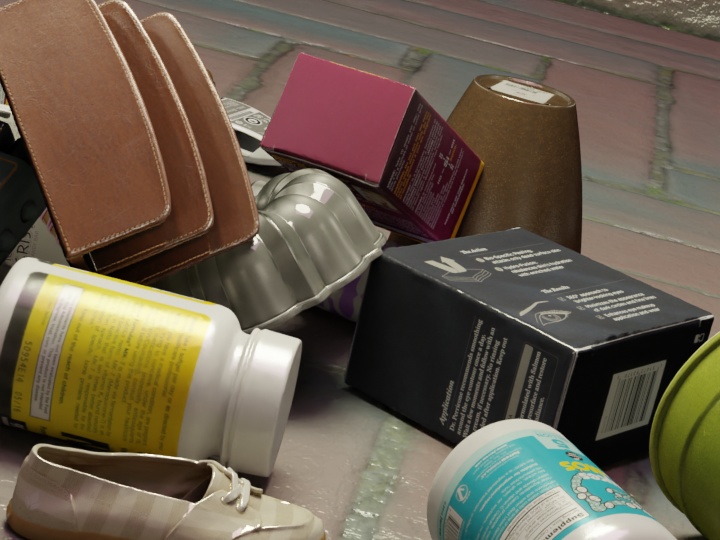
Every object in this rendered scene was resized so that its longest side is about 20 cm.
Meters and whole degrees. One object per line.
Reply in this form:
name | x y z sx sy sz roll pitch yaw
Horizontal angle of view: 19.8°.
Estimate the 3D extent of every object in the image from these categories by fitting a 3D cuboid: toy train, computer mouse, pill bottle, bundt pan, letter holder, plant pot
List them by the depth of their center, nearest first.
pill bottle | 0.127 0.178 1.240 0.110 0.111 0.200 4 21 -27
plant pot | 0.319 0.153 1.362 0.199 0.201 0.193 6 31 -21
pill bottle | -0.146 0.068 1.375 0.199 0.115 0.114 14 18 3
letter holder | -0.166 -0.102 1.462 0.141 0.201 0.101 -22 -21 -3
toy train | -0.302 -0.032 1.510 0.113 0.085 0.200 19 55 22
bundt pan | -0.085 -0.014 1.561 0.201 0.076 0.202 -25 14 6
plant pot | 0.122 -0.065 1.830 0.186 0.201 0.187 11 17 -4
computer mouse | -0.087 -0.122 2.119 0.199 0.044 0.110 28 27 23

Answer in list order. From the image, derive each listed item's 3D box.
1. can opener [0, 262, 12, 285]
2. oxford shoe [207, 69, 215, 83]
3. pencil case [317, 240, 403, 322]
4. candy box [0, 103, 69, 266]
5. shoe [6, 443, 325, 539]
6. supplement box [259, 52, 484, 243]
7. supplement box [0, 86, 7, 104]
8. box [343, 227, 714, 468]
can opener | -0.206 0.041 1.514 0.199 0.053 0.066 23 19 27
oxford shoe | -0.246 -0.227 2.253 0.199 0.085 0.073 5 18 -30
pencil case | 0.000 0.000 1.731 0.199 0.086 0.084 22 -16 19
candy box | -0.254 -0.054 1.623 0.199 0.137 0.061 12 7 -2
shoe | -0.115 0.144 1.262 0.199 0.054 0.070 8 18 -14
supplement box | 0.013 -0.094 1.682 0.110 0.086 0.200 20 -7 23
supplement box | -0.414 -0.173 1.893 0.103 0.132 0.200 19 18 24
box | 0.130 0.061 1.587 0.199 0.118 0.196 27 23 35
